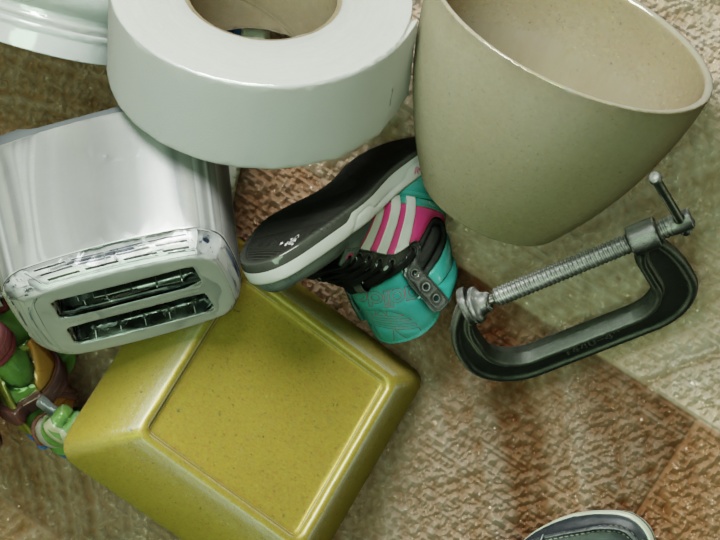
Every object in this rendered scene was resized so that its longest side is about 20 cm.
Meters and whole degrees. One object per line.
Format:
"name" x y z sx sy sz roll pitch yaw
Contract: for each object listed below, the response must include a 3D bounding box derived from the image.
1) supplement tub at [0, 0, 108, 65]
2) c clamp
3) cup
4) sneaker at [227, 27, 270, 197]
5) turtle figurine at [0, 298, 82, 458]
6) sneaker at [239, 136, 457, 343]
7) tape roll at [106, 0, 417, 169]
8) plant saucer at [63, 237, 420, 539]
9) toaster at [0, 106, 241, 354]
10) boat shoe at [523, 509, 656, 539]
"supplement tub" -0.197 -0.253 1.723 0.145 0.145 0.201 18 100 8
"c clamp" 0.143 0.010 1.698 0.199 0.171 0.027 -26 54 17
"cup" 0.113 -0.103 1.670 0.200 0.200 0.144 29 118 6
"sneaker" -0.132 -0.104 1.763 0.111 0.077 0.201 15 106 0
"turtle figurine" -0.203 0.051 1.754 0.200 0.194 0.144 5 55 43
"sneaker" 0.000 0.000 1.706 0.083 0.200 0.121 -4 112 39
"tape roll" -0.066 -0.156 1.649 0.202 0.203 0.071 15 132 9
"plant saucer" -0.070 0.095 1.714 0.200 0.048 0.200 36 69 -15
"toaster" -0.157 -0.030 1.664 0.199 0.114 0.130 -14 59 3
"boat shoe" 0.113 0.224 1.765 0.199 0.062 0.075 -19 91 11
